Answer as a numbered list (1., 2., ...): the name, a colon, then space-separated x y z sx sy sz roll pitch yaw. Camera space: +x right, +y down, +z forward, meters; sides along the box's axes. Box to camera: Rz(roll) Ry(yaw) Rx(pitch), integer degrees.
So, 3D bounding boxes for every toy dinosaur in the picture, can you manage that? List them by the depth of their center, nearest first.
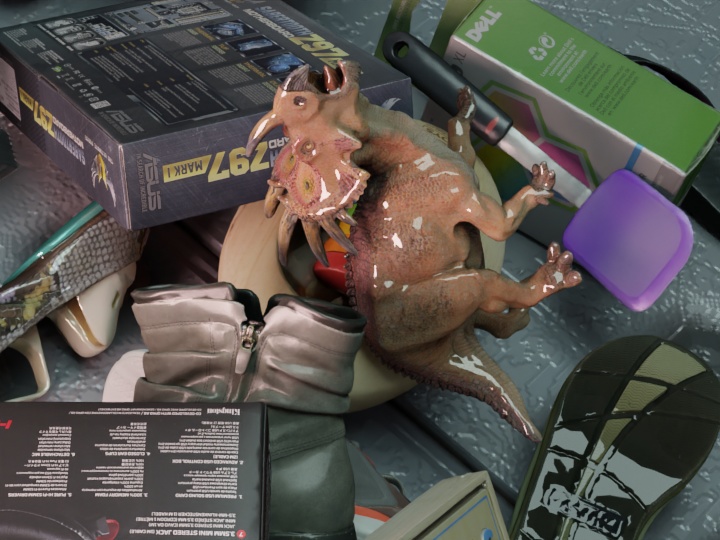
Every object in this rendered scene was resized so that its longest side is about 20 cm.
1. toy dinosaur: 0.020 -0.008 0.936 0.135 0.086 0.201 -18 101 -20

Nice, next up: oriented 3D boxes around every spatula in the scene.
1. spatula: 0.088 -0.061 1.047 0.200 0.057 0.021 41 8 9

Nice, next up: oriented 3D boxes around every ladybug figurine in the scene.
1. ladybug figurine: 0.000 0.000 1.030 0.136 0.072 0.200 30 51 8

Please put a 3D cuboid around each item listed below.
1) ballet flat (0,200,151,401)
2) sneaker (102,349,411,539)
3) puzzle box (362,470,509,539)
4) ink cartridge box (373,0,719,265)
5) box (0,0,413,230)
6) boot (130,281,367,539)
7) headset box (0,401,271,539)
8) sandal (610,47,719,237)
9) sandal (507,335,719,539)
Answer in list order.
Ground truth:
1. ballet flat: -0.161 0.024 0.981 0.072 0.072 0.200 41 54 17
2. sneaker: -0.035 0.105 0.956 0.200 0.077 0.082 37 26 13
3. puzzle box: 0.030 0.171 0.833 0.200 0.025 0.133 -25 97 -65
4. ink cartridge box: 0.088 -0.086 1.101 0.200 0.104 0.059 32 51 10
5. box: -0.086 -0.091 1.033 0.157 0.051 0.200 -16 29 -24
6. boot: -0.093 0.067 0.891 0.199 0.131 0.068 0 8 10
7. headset box: -0.110 0.154 0.772 0.148 0.075 0.200 0 59 -1
8. sandal: 0.181 -0.085 1.163 0.200 0.048 0.075 34 52 11
9. sandal: 0.111 0.115 0.989 0.080 0.057 0.201 32 66 2
